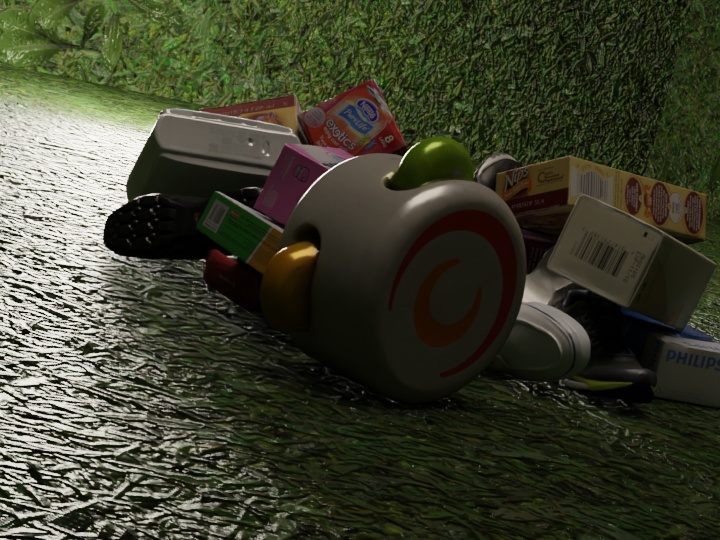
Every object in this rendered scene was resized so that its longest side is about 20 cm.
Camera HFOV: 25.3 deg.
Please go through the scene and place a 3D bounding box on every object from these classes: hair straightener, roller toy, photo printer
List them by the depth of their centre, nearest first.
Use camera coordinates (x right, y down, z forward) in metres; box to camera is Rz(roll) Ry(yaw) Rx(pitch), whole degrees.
[{"bbox_3d":[0.027,0.005,1.290,0.139,0.200,0.183,23,-22,46],"label":"roller toy"},{"bbox_3d":[-0.060,0.026,1.462,0.077,0.041,0.199,6,12,-42],"label":"hair straightener"},{"bbox_3d":[-0.170,-0.103,1.784,0.165,0.070,0.200,8,-22,-18],"label":"photo printer"}]

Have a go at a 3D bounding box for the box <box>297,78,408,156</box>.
[{"bbox_3d":[0.003,-0.130,1.855,0.099,0.096,0.200,-26,-16,1],"label":"box"}]

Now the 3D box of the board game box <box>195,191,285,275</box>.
[{"bbox_3d":[-0.032,0.005,1.444,0.199,0.041,0.153,28,2,-36],"label":"board game box"}]

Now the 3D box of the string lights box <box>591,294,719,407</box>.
[{"bbox_3d":[0.298,0.079,1.644,0.102,0.059,0.200,11,10,-20],"label":"string lights box"}]

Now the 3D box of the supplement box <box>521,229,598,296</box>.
[{"bbox_3d":[0.191,0.008,1.776,0.199,0.104,0.131,9,9,-26],"label":"supplement box"}]

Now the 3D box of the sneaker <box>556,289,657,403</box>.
[{"bbox_3d":[0.221,0.069,1.510,0.073,0.082,0.200,10,10,-20],"label":"sneaker"}]

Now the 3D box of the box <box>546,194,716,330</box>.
[{"bbox_3d":[0.261,-0.005,1.529,0.095,0.078,0.200,28,4,28],"label":"box"}]

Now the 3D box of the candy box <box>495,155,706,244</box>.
[{"bbox_3d":[0.251,-0.066,1.671,0.199,0.056,0.115,13,-13,-34],"label":"candy box"}]

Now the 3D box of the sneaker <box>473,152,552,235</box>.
[{"bbox_3d":[0.188,-0.076,1.733,0.087,0.076,0.200,26,14,29],"label":"sneaker"}]

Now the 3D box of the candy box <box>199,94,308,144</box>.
[{"bbox_3d":[-0.112,-0.127,1.897,0.116,0.057,0.200,-8,-27,7],"label":"candy box"}]

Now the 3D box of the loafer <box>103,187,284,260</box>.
[{"bbox_3d":[-0.158,-0.038,1.555,0.199,0.069,0.070,-5,-24,26],"label":"loafer"}]

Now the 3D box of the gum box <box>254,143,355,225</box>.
[{"bbox_3d":[-0.009,-0.062,1.499,0.113,0.066,0.200,30,10,11],"label":"gum box"}]

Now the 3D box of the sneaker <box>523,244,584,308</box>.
[{"bbox_3d":[0.164,0.045,1.620,0.199,0.089,0.075,-24,52,-34],"label":"sneaker"}]

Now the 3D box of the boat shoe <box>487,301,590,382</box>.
[{"bbox_3d":[0.116,0.064,1.467,0.066,0.074,0.199,-14,16,-40],"label":"boat shoe"}]
